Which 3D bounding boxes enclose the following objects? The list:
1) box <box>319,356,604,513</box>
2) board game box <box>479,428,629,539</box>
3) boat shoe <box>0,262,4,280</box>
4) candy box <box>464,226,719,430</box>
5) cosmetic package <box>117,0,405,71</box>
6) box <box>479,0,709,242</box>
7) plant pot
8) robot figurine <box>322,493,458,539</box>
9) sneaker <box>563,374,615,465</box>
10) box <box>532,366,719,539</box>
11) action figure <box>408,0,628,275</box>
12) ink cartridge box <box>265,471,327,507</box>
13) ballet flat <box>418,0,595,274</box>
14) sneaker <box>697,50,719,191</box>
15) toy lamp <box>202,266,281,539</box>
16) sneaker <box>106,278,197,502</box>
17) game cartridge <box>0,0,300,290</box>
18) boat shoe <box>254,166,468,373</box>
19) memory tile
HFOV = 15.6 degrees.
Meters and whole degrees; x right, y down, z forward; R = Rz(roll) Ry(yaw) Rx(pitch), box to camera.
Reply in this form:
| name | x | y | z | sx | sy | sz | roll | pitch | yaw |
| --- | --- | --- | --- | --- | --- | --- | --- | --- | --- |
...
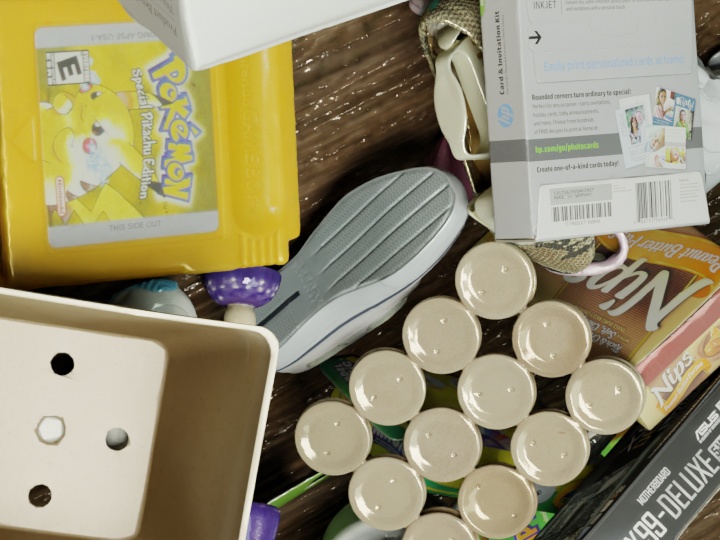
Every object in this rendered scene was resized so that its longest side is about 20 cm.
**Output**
| name | x | y | z | sx | sy | sz | roll | pitch | yaw |
| --- | --- | --- | --- | --- | --- | --- | --- | --- | --- |
| box | 0.067 | 0.114 | 1.806 | 0.200 | 0.117 | 0.048 | 15 | 107 | -37 |
| board game box | 0.162 | 0.169 | 1.959 | 0.200 | 0.030 | 0.096 | -22 | 126 | -24 |
| boat shoe | -0.189 | -0.029 | 1.594 | 0.200 | 0.072 | 0.069 | -3 | 95 | -22 |
| candy box | 0.169 | 0.008 | 1.752 | 0.115 | 0.200 | 0.055 | -43 | 129 | -3 |
| cosmetic package | -0.070 | -0.251 | 1.465 | 0.166 | 0.167 | 0.200 | -22 | 128 | -20 |
| box | 0.143 | -0.122 | 1.618 | 0.156 | 0.041 | 0.200 | -7 | 95 | -40 |
| plant pot | -0.175 | 0.109 | 1.555 | 0.200 | 0.177 | 0.200 | 9 | 93 | -12 |
| robot figurine | 0.025 | 0.211 | 1.804 | 0.170 | 0.200 | 0.113 | -40 | 92 | 4 |
| sneaker | 0.164 | 0.057 | 1.818 | 0.200 | 0.090 | 0.070 | -45 | 171 | -41 |
| box | 0.179 | 0.151 | 1.720 | 0.050 | 0.158 | 0.200 | 44 | 70 | -2 |
| action figure | 0.109 | -0.111 | 1.686 | 0.134 | 0.149 | 0.200 | -7 | 134 | -23 |
| ink cartridge box | -0.067 | 0.203 | 1.749 | 0.200 | 0.076 | 0.148 | -32 | 174 | -14 |
| ballet flat | 0.081 | -0.077 | 1.633 | 0.075 | 0.068 | 0.200 | -40 | 111 | -53 |
| sneaker | 0.224 | -0.132 | 1.790 | 0.115 | 0.075 | 0.200 | -34 | 135 | -12 |
| toy lamp | -0.076 | 0.099 | 1.668 | 0.058 | 0.058 | 0.200 | 14 | 72 | -37 |
| sneaker | -0.136 | 0.101 | 1.692 | 0.076 | 0.081 | 0.200 | -4 | 118 | -29 |
| game cartridge | -0.129 | -0.084 | 1.575 | 0.200 | 0.032 | 0.176 | -6 | 96 | -29 |
| boat shoe | 0.000 | 0.000 | 1.710 | 0.200 | 0.074 | 0.067 | -34 | 152 | 27 |
| memory tile | 0.069 | 0.092 | 1.668 | 0.153 | 0.017 | 0.200 | 45 | 105 | -3 |
